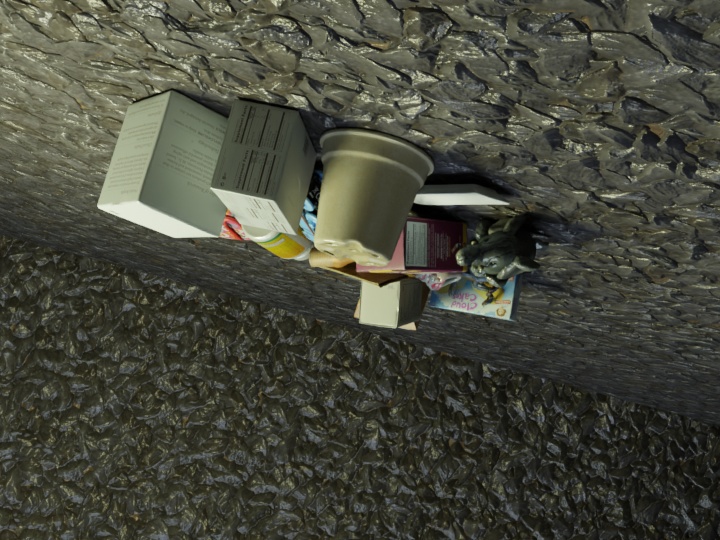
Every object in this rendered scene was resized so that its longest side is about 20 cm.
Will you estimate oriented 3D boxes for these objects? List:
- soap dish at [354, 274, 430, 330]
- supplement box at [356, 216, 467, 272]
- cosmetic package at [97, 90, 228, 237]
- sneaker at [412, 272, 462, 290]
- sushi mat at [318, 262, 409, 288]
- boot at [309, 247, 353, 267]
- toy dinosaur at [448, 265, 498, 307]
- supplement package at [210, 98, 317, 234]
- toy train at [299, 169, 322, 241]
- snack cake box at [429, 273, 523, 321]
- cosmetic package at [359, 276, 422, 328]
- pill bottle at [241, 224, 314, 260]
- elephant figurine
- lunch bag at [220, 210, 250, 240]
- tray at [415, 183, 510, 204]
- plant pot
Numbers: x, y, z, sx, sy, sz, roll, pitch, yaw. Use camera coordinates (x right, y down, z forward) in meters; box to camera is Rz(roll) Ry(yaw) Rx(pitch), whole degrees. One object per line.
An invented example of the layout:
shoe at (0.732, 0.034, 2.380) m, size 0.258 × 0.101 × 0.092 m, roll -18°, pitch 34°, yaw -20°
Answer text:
soap dish at (0.086, 0.034, 2.053) m, size 0.157 × 0.201 × 0.081 m, roll 11°, pitch 150°, yaw 18°
supplement box at (0.104, -0.046, 1.694) m, size 0.131 × 0.104 × 0.199 m, roll -2°, pitch 177°, yaw 44°
cosmetic package at (-0.325, -0.177, 1.491) m, size 0.166 × 0.201 × 0.167 m, roll 23°, pitch 166°, yaw -38°
sneaker at (0.128, -0.009, 1.839) m, size 0.199 × 0.105 × 0.075 m, roll -3°, pitch 163°, yaw -13°
sushi mat at (0.000, 0.000, 1.807) m, size 0.095 × 0.012 × 0.199 m, roll -16°, pitch -157°, yaw -41°
boot at (-0.022, -0.064, 1.827) m, size 0.143 × 0.071 × 0.201 m, roll -6°, pitch -152°, yaw 12°
toy dinosaur at (0.241, -0.001, 1.973) m, size 0.182 × 0.200 × 0.105 m, roll 51°, pitch 170°, yaw 21°
supplement package at (-0.156, -0.168, 1.436) m, size 0.110 × 0.157 × 0.200 m, roll 12°, pitch 168°, yaw 8°
toy train at (-0.088, -0.124, 1.639) m, size 0.114 × 0.087 × 0.200 m, roll 25°, pitch 158°, yaw 42°
snack cake box at (0.273, 0.046, 2.024) m, size 0.199 × 0.116 × 0.067 m, roll 9°, pitch 177°, yaw 24°
cosmetic package at (0.069, 0.064, 1.873) m, size 0.087 × 0.104 × 0.200 m, roll 6°, pitch -178°, yaw 17°
pill bottle at (-0.175, -0.091, 1.941) m, size 0.112 × 0.113 × 0.200 m, roll 8°, pitch 168°, yaw 27°
elephant figurine at (0.266, -0.035, 1.588) m, size 0.141 × 0.155 × 0.200 m, roll 36°, pitch 179°, yaw 4°
lunch bag at (-0.317, -0.129, 2.036) m, size 0.175 × 0.082 × 0.200 m, roll 8°, pitch 169°, yaw 9°
tray at (0.155, -0.135, 1.518) m, size 0.199 × 0.022 × 0.107 m, roll 4°, pitch 177°, yaw 42°
plant pot at (0.007, -0.112, 1.437) m, size 0.199 × 0.184 × 0.200 m, roll 14°, pitch 169°, yaw 3°
